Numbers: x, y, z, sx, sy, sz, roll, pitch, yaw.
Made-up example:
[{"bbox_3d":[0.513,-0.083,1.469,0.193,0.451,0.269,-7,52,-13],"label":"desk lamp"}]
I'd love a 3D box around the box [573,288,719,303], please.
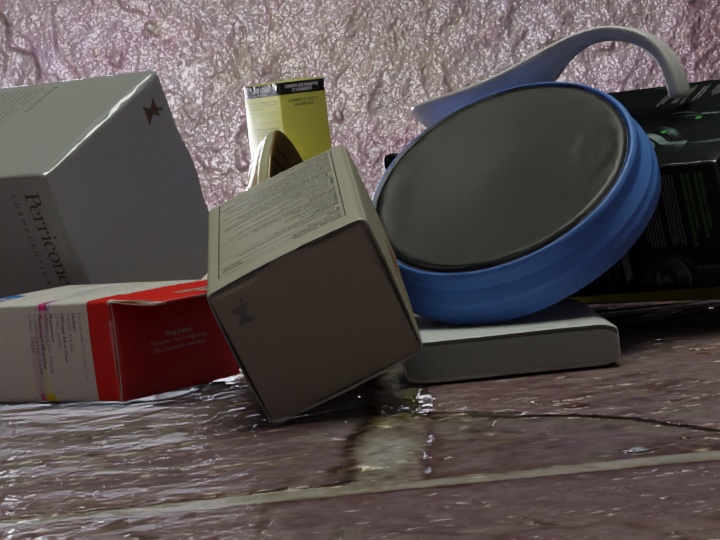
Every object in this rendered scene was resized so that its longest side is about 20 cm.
[{"bbox_3d":[0.225,-0.006,1.569,0.199,0.051,0.075,-3,8,35],"label":"box"}]

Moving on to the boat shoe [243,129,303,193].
[{"bbox_3d":[-0.080,-0.029,1.688,0.065,0.201,0.072,-22,-45,24],"label":"boat shoe"}]

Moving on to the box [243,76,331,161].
[{"bbox_3d":[-0.055,-0.063,1.818,0.050,0.202,0.075,-8,4,-29],"label":"box"}]

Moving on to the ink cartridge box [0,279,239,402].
[{"bbox_3d":[-0.163,0.046,1.392,0.199,0.068,0.116,-2,6,40],"label":"ink cartridge box"}]

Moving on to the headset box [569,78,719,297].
[{"bbox_3d":[0.202,-0.060,1.475,0.198,0.094,0.174,-5,22,29],"label":"headset box"}]

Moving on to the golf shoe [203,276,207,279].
[{"bbox_3d":[-0.148,0.002,1.868,0.077,0.089,0.199,-6,5,-35],"label":"golf shoe"}]

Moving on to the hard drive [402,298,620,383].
[{"bbox_3d":[0.090,0.043,1.365,0.130,0.027,0.200,-6,3,0],"label":"hard drive"}]

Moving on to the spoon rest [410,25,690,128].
[{"bbox_3d":[0.130,-0.134,1.489,0.198,0.061,0.099,-9,2,20],"label":"spoon rest"}]

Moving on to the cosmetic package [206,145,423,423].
[{"bbox_3d":[-0.030,0.003,1.244,0.103,0.088,0.200,-25,15,4],"label":"cosmetic package"}]

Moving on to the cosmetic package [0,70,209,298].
[{"bbox_3d":[-0.245,-0.037,1.626,0.198,0.169,0.167,-3,30,32],"label":"cosmetic package"}]

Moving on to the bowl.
[{"bbox_3d":[0.096,-0.049,1.379,0.199,0.040,0.202,-18,37,14],"label":"bowl"}]

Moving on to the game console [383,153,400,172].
[{"bbox_3d":[0.135,-0.068,1.763,0.198,0.117,0.176,15,35,15],"label":"game console"}]
